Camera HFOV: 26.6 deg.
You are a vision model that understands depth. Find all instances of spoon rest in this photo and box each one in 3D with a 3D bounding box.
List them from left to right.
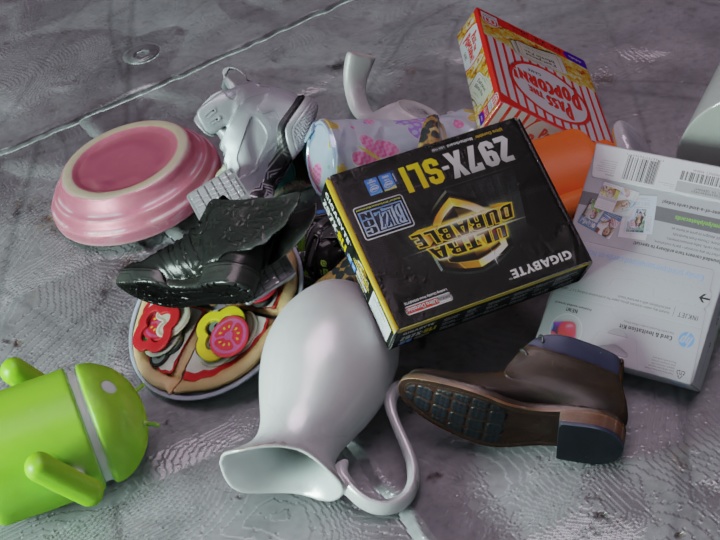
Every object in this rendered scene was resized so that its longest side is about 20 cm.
[{"bbox_3d":[0.036,-0.179,1.735,0.099,0.061,0.200,4,31,-33],"label":"spoon rest"}]

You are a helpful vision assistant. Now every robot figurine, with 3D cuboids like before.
[{"bbox_3d":[-0.280,0.154,1.360,0.200,0.116,0.175,-19,32,-11],"label":"robot figurine"},{"bbox_3d":[0.175,-0.071,1.525,0.200,0.117,0.144,-18,50,-9],"label":"robot figurine"}]

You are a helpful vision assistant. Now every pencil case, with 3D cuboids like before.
[{"bbox_3d":[0.044,-0.123,1.600,0.200,0.091,0.083,-7,-8,-22],"label":"pencil case"}]

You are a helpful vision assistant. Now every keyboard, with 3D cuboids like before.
[{"bbox_3d":[-0.119,-0.036,1.495,0.056,0.011,0.200,-28,41,-5],"label":"keyboard"}]

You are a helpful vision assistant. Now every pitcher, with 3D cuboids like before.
[{"bbox_3d":[-0.014,0.116,1.356,0.172,0.121,0.200,18,53,3],"label":"pitcher"}]

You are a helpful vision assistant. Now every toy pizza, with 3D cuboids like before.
[{"bbox_3d":[-0.147,0.033,1.483,0.200,0.032,0.200,-16,52,22],"label":"toy pizza"}]

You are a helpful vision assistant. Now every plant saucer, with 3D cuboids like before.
[{"bbox_3d":[-0.258,-0.108,1.719,0.200,0.051,0.201,-11,37,9],"label":"plant saucer"}]

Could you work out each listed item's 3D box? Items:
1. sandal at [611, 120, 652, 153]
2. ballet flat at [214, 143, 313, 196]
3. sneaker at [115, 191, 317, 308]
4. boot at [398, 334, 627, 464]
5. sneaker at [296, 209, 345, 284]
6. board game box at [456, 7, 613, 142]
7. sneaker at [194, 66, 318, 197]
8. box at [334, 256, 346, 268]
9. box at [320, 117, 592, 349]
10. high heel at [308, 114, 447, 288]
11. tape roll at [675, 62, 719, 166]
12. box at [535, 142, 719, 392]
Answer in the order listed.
[{"bbox_3d":[0.273,-0.044,1.469,0.059,0.079,0.207,-30,66,30],"label":"sandal"},{"bbox_3d":[-0.070,-0.122,1.686,0.200,0.076,0.064,-14,28,-7],"label":"ballet flat"},{"bbox_3d":[-0.140,-0.023,1.445,0.200,0.060,0.104,-1,63,37],"label":"sneaker"},{"bbox_3d":[0.138,0.101,1.336,0.200,0.075,0.097,15,49,6],"label":"boot"},{"bbox_3d":[-0.054,-0.018,1.551,0.200,0.071,0.083,-16,32,-9],"label":"sneaker"},{"bbox_3d":[0.190,-0.191,1.658,0.151,0.046,0.200,22,34,-21],"label":"board game box"},{"bbox_3d":[-0.135,-0.115,1.609,0.115,0.075,0.200,28,86,-8],"label":"sneaker"},{"bbox_3d":[0.000,0.000,1.500,0.200,0.039,0.041,-47,8,-21],"label":"box"},{"bbox_3d":[0.085,-0.036,1.370,0.200,0.049,0.160,-18,69,-17],"label":"box"},{"bbox_3d":[0.019,-0.054,1.454,0.143,0.071,0.200,-2,74,10],"label":"high heel"},{"bbox_3d":[0.418,-0.123,1.456,0.203,0.203,0.139,10,43,26],"label":"tape roll"},{"bbox_3d":[0.262,-0.005,1.391,0.156,0.041,0.200,14,81,29],"label":"box"}]
